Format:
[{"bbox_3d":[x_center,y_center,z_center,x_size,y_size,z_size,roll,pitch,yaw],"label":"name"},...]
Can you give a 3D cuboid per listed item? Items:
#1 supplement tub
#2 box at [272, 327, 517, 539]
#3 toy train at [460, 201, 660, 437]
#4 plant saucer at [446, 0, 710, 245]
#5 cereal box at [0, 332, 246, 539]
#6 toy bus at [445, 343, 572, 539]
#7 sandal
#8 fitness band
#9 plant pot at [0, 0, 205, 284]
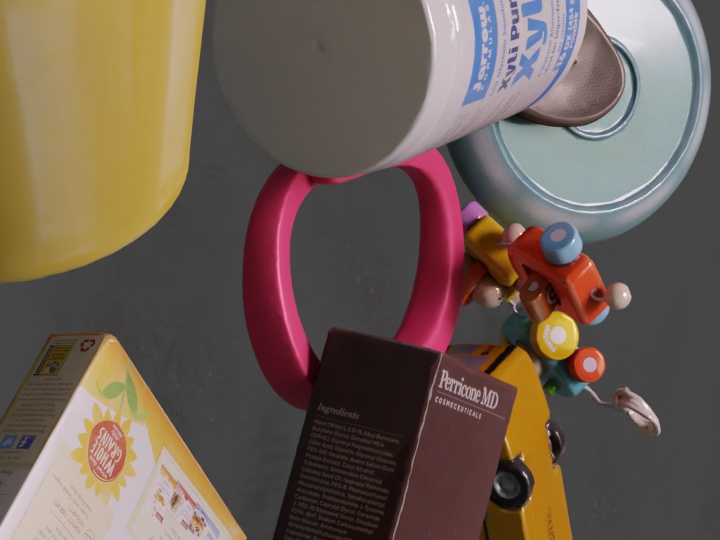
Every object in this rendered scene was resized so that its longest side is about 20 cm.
[{"bbox_3d":[0.026,-0.129,0.922,0.200,0.131,0.134,-29,114,-58],"label":"supplement tub"},{"bbox_3d":[0.009,0.140,0.907,0.100,0.074,0.202,25,77,-58],"label":"box"},{"bbox_3d":[0.110,0.037,1.079,0.056,0.150,0.201,-42,137,-13],"label":"toy train"},{"bbox_3d":[0.143,-0.115,1.118,0.198,0.027,0.203,-3,97,-23],"label":"plant saucer"},{"bbox_3d":[-0.125,0.147,0.733,0.145,0.039,0.201,63,38,-37],"label":"cereal box"},{"bbox_3d":[0.083,0.149,1.067,0.065,0.078,0.202,-38,122,-56],"label":"toy bus"},{"bbox_3d":[0.089,-0.163,1.043,0.082,0.055,0.201,-39,111,-8],"label":"sandal"},{"bbox_3d":[0.000,0.000,0.971,0.199,0.037,0.145,-19,108,-59],"label":"fitness band"},{"bbox_3d":[-0.129,-0.109,0.598,0.201,0.199,0.190,-55,149,-46],"label":"plant pot"}]
